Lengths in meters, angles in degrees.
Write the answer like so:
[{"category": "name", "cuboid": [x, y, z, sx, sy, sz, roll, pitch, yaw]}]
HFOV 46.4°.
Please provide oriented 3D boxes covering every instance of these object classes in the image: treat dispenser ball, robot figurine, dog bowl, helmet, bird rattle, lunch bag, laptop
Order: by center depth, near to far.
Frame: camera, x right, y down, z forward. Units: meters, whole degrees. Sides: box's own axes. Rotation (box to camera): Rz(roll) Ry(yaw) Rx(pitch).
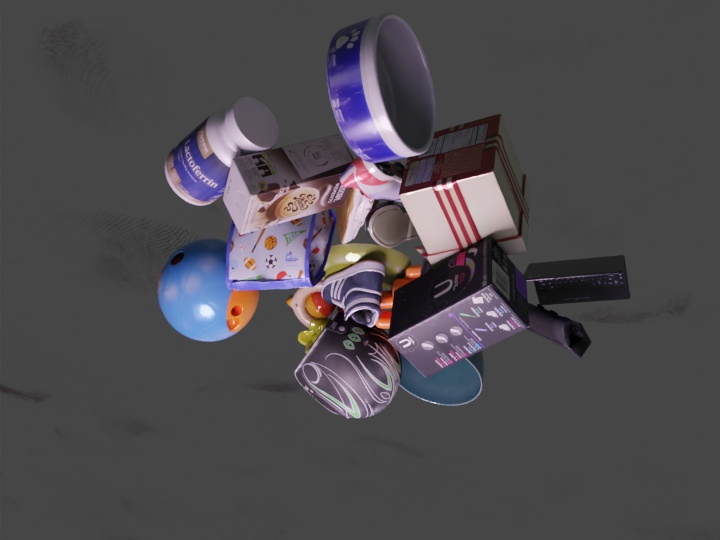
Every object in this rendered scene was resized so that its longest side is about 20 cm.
[{"category": "dog bowl", "cuboid": [0.034, -0.259, 1.203, 0.078, 0.201, 0.200, -8, 139, 28]}, {"category": "lunch bag", "cuboid": [-0.144, -0.047, 1.515, 0.168, 0.201, 0.124, -3, 140, 17]}, {"category": "laptop", "cuboid": [0.403, 0.034, 1.557, 0.176, 0.104, 0.201, -4, 139, 20]}, {"category": "robot figurine", "cuboid": [0.126, 0.073, 1.598, 0.198, 0.145, 0.117, -3, 153, 2]}, {"category": "helmet", "cuboid": [-0.011, 0.191, 1.644, 0.190, 0.200, 0.200, 35, 140, 1]}, {"category": "treat dispenser ball", "cuboid": [-0.298, 0.038, 1.660, 0.199, 0.202, 0.202, 7, 142, 5]}, {"category": "bird rattle", "cuboid": [-0.063, 0.086, 1.747, 0.199, 0.113, 0.163, -28, 116, 36]}]

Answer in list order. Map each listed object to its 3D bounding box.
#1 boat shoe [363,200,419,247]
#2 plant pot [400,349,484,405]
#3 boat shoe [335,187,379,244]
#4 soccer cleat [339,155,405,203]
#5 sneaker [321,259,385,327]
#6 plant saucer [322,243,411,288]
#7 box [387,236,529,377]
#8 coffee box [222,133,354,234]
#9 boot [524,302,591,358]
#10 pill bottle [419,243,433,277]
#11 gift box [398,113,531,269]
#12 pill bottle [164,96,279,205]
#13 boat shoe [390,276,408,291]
[{"category": "boat shoe", "cuboid": [0.045, -0.086, 1.465, 0.066, 0.199, 0.075, 15, 107, 27]}, {"category": "plant pot", "cuboid": [0.170, 0.165, 1.743, 0.198, 0.135, 0.201, 14, 139, 13]}, {"category": "boat shoe", "cuboid": [0.001, -0.116, 1.499, 0.069, 0.071, 0.200, -7, 150, -17]}, {"category": "soccer cleat", "cuboid": [0.037, -0.145, 1.405, 0.073, 0.069, 0.200, -32, 157, 19]}, {"category": "sneaker", "cuboid": [-0.020, 0.060, 1.588, 0.070, 0.109, 0.200, 13, 156, -26]}, {"category": "plant saucer", "cuboid": [0.000, 0.000, 1.626, 0.198, 0.031, 0.200, 2, 158, 1]}, {"category": "box", "cuboid": [0.152, 0.059, 1.320, 0.199, 0.123, 0.106, -31, 118, 29]}, {"category": "coffee box", "cuboid": [-0.116, -0.144, 1.394, 0.199, 0.080, 0.113, -18, 157, -26]}, {"category": "boot", "cuboid": [0.319, 0.082, 1.581, 0.164, 0.066, 0.200, 30, -178, -36]}, {"category": "pill bottle", "cuboid": [0.161, -0.008, 1.474, 0.112, 0.201, 0.114, 4, 129, 5]}, {"category": "gift box", "cuboid": [0.166, -0.119, 1.371, 0.199, 0.185, 0.187, -9, 129, 29]}, {"category": "pill bottle", "cuboid": [-0.232, -0.201, 1.413, 0.115, 0.116, 0.199, 35, 136, -27]}, {"category": "boat shoe", "cuboid": [0.156, 0.058, 1.680, 0.198, 0.065, 0.072, 5, 142, 8]}]
